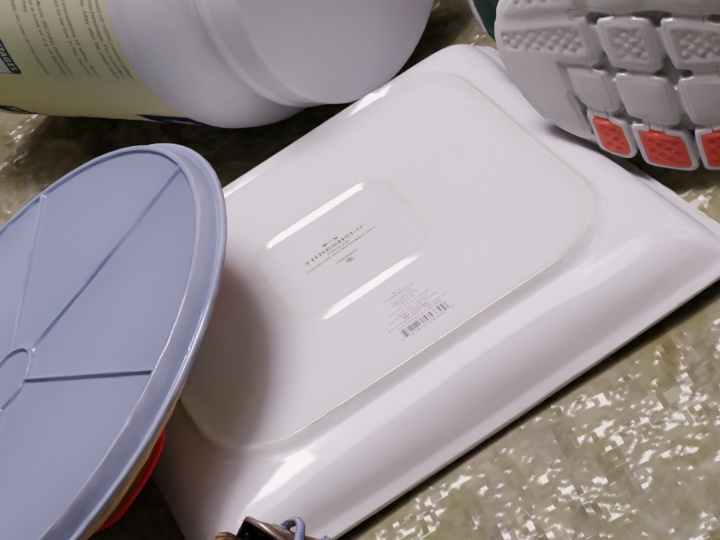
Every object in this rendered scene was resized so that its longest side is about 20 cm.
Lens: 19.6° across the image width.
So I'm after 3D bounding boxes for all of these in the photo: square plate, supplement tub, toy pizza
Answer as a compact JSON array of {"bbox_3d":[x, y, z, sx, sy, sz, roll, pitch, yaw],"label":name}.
[{"bbox_3d":[0.000,0.000,0.722,0.200,0.028,0.198,-33,34,-6],"label":"square plate"},{"bbox_3d":[-0.082,-0.132,0.846,0.200,0.145,0.145,7,48,41],"label":"supplement tub"},{"bbox_3d":[-0.109,0.045,0.710,0.200,0.032,0.200,-35,34,28],"label":"toy pizza"}]

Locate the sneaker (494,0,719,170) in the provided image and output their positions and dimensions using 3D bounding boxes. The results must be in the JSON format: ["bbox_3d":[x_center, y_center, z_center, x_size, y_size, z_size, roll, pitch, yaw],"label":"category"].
[{"bbox_3d":[0.147,-0.086,0.699,0.200,0.077,0.082,1,32,19],"label":"sneaker"}]

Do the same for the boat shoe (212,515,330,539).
[{"bbox_3d":[-0.021,0.107,0.559,0.200,0.072,0.072,-10,39,25],"label":"boat shoe"}]

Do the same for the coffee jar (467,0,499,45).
[{"bbox_3d":[0.133,-0.149,0.766,0.200,0.085,0.104,-19,28,15],"label":"coffee jar"}]
